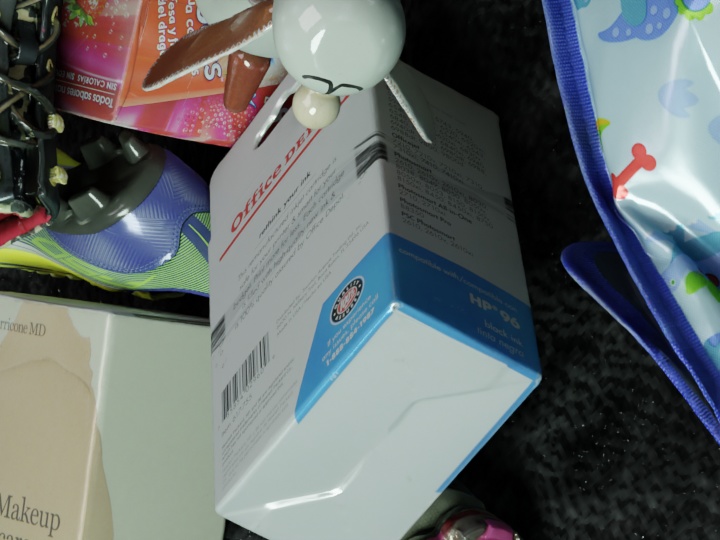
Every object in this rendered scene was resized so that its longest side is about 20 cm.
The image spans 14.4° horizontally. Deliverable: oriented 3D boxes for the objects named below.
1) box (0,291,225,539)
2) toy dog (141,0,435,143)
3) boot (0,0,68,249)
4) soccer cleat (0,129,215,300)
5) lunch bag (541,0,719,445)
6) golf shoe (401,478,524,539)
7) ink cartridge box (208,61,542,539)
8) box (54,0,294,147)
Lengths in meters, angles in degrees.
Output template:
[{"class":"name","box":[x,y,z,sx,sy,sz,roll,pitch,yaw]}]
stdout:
[{"class":"box","box":[-0.113,0.114,1.188,0.095,0.077,0.201,5,88,48]},{"class":"toy dog","box":[-0.031,-0.084,1.004,0.131,0.200,0.097,16,108,8]},{"class":"boot","box":[-0.127,-0.101,1.098,0.203,0.073,0.155,-26,68,46]},{"class":"soccer cleat","box":[-0.116,-0.013,1.223,0.065,0.084,0.200,-52,22,-18]},{"class":"lunch bag","box":[0.151,-0.030,0.858,0.127,0.169,0.201,-28,66,41]},{"class":"golf shoe","box":[-0.008,0.166,1.078,0.092,0.072,0.201,38,102,52]},{"class":"ink cartridge box","box":[0.000,0.000,1.063,0.116,0.068,0.201,-49,27,29]},{"class":"box","box":[-0.115,-0.114,1.210,0.199,0.099,0.096,16,95,47]}]
